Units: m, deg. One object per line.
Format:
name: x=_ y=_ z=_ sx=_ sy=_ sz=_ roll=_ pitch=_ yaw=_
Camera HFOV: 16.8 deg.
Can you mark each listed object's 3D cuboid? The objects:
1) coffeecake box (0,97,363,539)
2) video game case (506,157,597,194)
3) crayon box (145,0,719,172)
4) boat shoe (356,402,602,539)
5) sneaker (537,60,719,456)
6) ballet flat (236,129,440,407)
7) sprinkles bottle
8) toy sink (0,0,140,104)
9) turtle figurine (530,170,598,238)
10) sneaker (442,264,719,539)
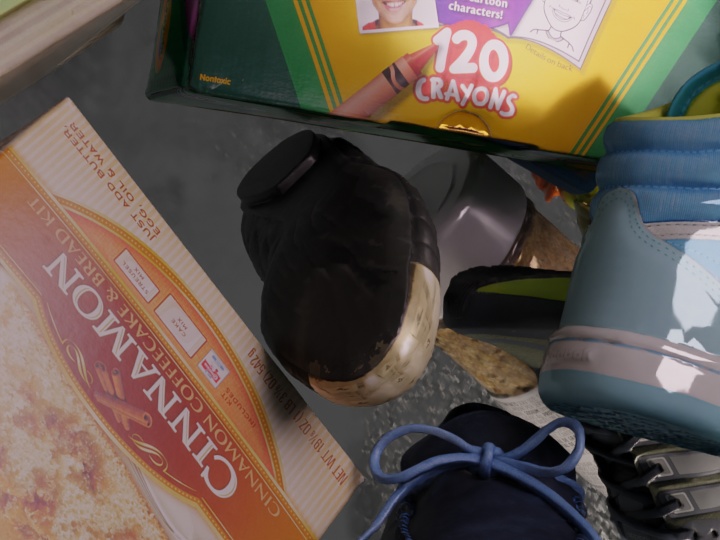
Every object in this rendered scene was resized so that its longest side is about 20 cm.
coffeecake box: x=-0.108 y=0.067 z=0.693 sx=0.154 sy=0.073 sz=0.200 roll=53 pitch=38 yaw=-10
video game case: x=0.066 y=-0.149 z=0.903 sx=0.143 sy=0.018 sz=0.200 roll=28 pitch=80 yaw=-17
crayon box: x=0.033 y=-0.104 z=0.850 sx=0.199 sy=0.058 sz=0.119 roll=8 pitch=88 yaw=-19
boat shoe: x=0.032 y=0.076 z=0.777 sx=0.084 sy=0.200 sz=0.069 roll=4 pitch=92 yaw=-8
sneaker: x=0.152 y=0.002 z=0.805 sx=0.200 sy=0.079 sz=0.131 roll=16 pitch=80 yaw=-38
ballet flat: x=0.000 y=0.000 z=0.800 sx=0.057 sy=0.066 sz=0.200 roll=47 pitch=6 yaw=-19
sprinkles bottle: x=0.088 y=0.038 z=0.931 sx=0.200 sy=0.068 sz=0.068 roll=41 pitch=41 yaw=-22
toy sink: x=-0.132 y=-0.118 z=0.757 sx=0.131 sy=0.112 sz=0.200 roll=55 pitch=38 yaw=-5
turtle figurine: x=0.115 y=-0.019 z=0.974 sx=0.200 sy=0.064 sz=0.161 roll=44 pitch=-1 yaw=-37
sneaker: x=0.108 y=0.059 z=0.865 sx=0.200 sy=0.074 sz=0.081 roll=29 pitch=79 yaw=-24
